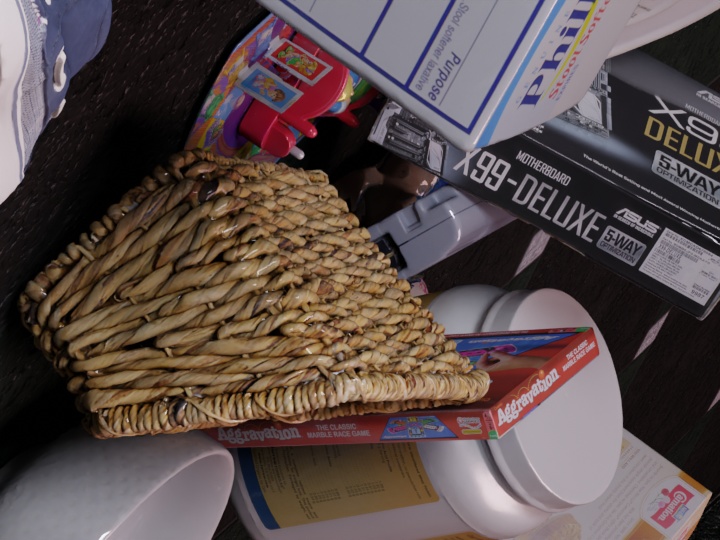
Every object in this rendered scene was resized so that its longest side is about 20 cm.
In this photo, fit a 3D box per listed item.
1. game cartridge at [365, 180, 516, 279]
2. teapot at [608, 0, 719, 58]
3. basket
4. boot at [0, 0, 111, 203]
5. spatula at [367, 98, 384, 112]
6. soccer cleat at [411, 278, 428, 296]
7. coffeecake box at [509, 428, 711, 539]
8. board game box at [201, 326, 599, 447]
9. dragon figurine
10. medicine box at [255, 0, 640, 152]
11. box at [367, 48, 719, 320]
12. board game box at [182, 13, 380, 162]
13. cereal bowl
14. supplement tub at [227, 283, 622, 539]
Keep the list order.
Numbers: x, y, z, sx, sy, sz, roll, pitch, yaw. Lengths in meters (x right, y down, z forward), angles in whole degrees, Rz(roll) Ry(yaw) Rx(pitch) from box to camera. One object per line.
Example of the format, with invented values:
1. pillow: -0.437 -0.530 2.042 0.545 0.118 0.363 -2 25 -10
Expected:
1. game cartridge: 0.000 0.000 1.606 0.200 0.041 0.133 -29 -177 30
2. teapot: 0.111 -0.195 1.487 0.197 0.146 0.200 -18 169 -21
3. basket: -0.056 0.044 1.421 0.143 0.149 0.200 -41 167 14
4. boot: -0.134 -0.100 1.074 0.090 0.073 0.200 -58 175 -21
5. spatula: 0.084 -0.086 1.632 0.200 0.057 0.021 -13 133 -43
6. soccer cleat: 0.038 0.056 1.929 0.070 0.086 0.200 -51 165 -13
7. coffeecake box: 0.148 0.181 2.342 0.154 0.200 0.073 -44 163 -34
8. board game box: 0.017 0.062 1.568 0.103 0.200 0.019 -37 115 -47
9. dragon figurine: 0.041 -0.065 1.715 0.200 0.059 0.099 -57 166 10
10. medicine box: 0.025 -0.178 1.109 0.103 0.200 0.182 -28 151 -60
11. box: 0.115 -0.073 1.568 0.050 0.200 0.158 -60 -177 31
12. board game box: -0.016 -0.093 1.499 0.200 0.039 0.158 -45 163 -30
13. cereal bowl: -0.157 0.149 1.524 0.200 0.083 0.200 -50 166 -18
14. supplement tub: 0.033 0.088 1.701 0.200 0.145 0.145 -13 -168 34
